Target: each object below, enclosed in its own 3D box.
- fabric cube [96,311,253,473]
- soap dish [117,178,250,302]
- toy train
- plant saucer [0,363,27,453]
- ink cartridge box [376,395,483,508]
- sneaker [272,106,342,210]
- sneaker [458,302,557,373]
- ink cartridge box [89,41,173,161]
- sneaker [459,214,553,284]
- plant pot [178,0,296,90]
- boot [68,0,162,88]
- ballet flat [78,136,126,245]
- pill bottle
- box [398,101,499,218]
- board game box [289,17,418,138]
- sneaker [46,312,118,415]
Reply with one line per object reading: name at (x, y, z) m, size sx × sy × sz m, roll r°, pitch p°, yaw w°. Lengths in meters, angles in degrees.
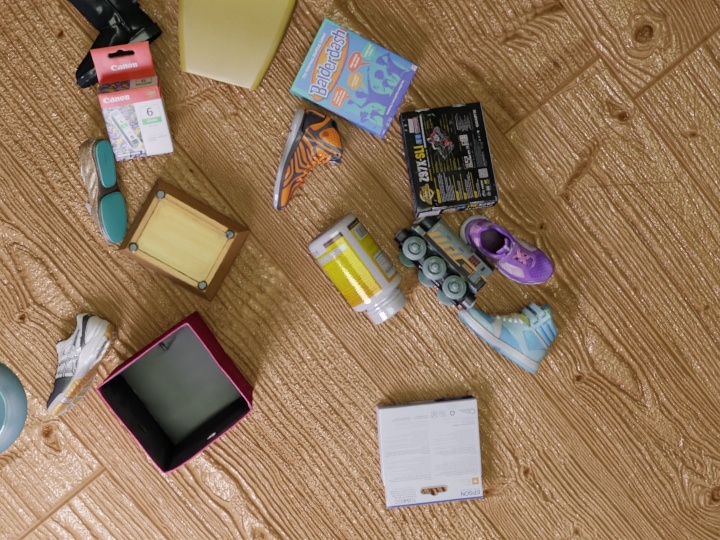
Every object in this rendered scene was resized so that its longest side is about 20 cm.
fabric cube at (-0.325, 0.215, 1.681) m, size 0.196 × 0.199 × 0.200 m, roll -37°, pitch 96°, yaw -3°
soap dish at (-0.328, -0.055, 1.724) m, size 0.200 × 0.081 × 0.158 m, roll 30°, pitch 90°, yaw -5°
toy train at (0.160, -0.020, 1.769) m, size 0.114 × 0.085 × 0.200 m, roll -43°, pitch 82°, yaw -15°
plant saucer at (-0.726, 0.259, 1.725) m, size 0.200 × 0.036 × 0.200 m, roll 0°, pitch 93°, yaw -6°
ink cartridge box at (0.136, 0.353, 1.814) m, size 0.199 × 0.041 × 0.200 m, roll -4°, pitch 94°, yaw -6°
sneaker at (-0.094, -0.200, 1.741) m, size 0.112 × 0.078 × 0.200 m, roll 17°, pitch 91°, yaw -5°
sneaker at (0.294, 0.096, 1.798) m, size 0.200 × 0.080 × 0.131 m, roll 36°, pitch 91°, yaw -16°
ink cartridge box at (-0.411, -0.303, 1.672) m, size 0.109 × 0.050 × 0.200 m, roll -10°, pitch 125°, yaw -5°
sneaker at (0.286, -0.035, 1.784) m, size 0.200 × 0.088 × 0.081 m, roll 30°, pitch 89°, yaw -8°
plant pot at (-0.230, -0.429, 1.667) m, size 0.200 × 0.200 × 0.177 m, roll 14°, pitch 104°, yaw -6°
boot at (-0.479, -0.450, 1.691) m, size 0.198 × 0.073 × 0.163 m, roll -40°, pitch 99°, yaw -9°
ballet flat at (-0.479, -0.147, 1.714) m, size 0.065 × 0.070 × 0.200 m, roll 5°, pitch 106°, yaw 33°
pill bottle at (0.000, 0.000, 1.746) m, size 0.109 × 0.109 × 0.200 m, roll -37°, pitch 96°, yaw -3°
box at (0.166, -0.211, 1.762) m, size 0.159 × 0.049 × 0.200 m, roll -9°, pitch 81°, yaw -4°
board game box at (-0.013, -0.362, 1.756) m, size 0.200 × 0.045 × 0.152 m, roll 25°, pitch 91°, yaw -6°
sneaker at (-0.536, 0.172, 1.730) m, size 0.088 × 0.076 × 0.200 m, roll 31°, pitch 87°, yaw 9°
